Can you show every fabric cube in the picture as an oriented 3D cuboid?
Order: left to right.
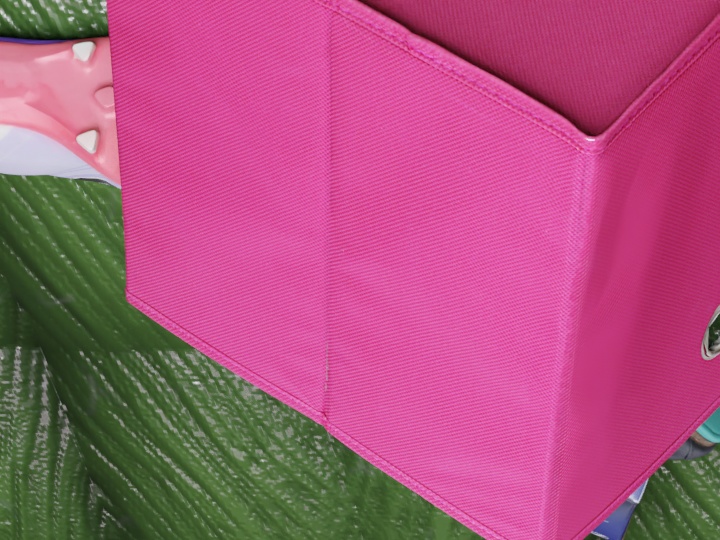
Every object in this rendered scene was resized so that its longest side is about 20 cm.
[{"bbox_3d":[0.049,-0.065,0.866,0.200,0.196,0.199,31,143,25],"label":"fabric cube"}]

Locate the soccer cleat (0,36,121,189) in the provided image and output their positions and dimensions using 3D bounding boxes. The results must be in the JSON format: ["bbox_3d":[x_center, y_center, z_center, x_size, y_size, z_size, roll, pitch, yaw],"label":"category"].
[{"bbox_3d":[-0.125,-0.064,1.084,0.200,0.067,0.076,9,170,1],"label":"soccer cleat"}]

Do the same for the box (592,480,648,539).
[{"bbox_3d":[0.063,0.073,1.101,0.121,0.032,0.200,21,169,7],"label":"box"}]

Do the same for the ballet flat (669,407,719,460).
[{"bbox_3d":[0.088,0.015,1.083,0.073,0.073,0.200,-13,134,30],"label":"ballet flat"}]
